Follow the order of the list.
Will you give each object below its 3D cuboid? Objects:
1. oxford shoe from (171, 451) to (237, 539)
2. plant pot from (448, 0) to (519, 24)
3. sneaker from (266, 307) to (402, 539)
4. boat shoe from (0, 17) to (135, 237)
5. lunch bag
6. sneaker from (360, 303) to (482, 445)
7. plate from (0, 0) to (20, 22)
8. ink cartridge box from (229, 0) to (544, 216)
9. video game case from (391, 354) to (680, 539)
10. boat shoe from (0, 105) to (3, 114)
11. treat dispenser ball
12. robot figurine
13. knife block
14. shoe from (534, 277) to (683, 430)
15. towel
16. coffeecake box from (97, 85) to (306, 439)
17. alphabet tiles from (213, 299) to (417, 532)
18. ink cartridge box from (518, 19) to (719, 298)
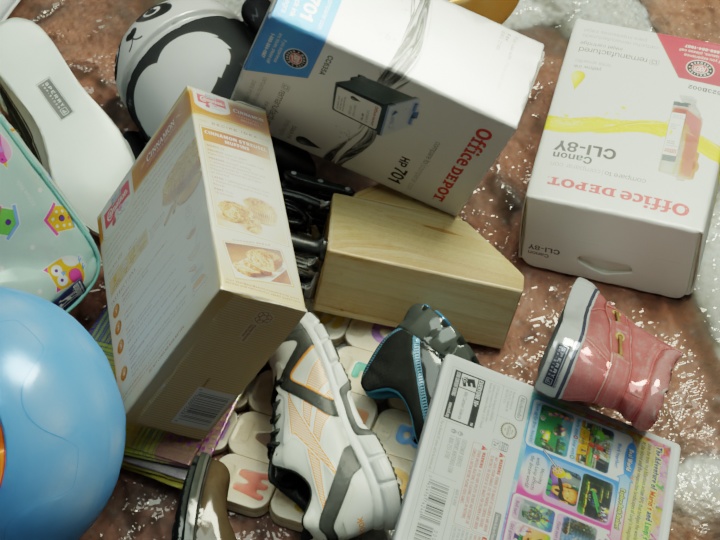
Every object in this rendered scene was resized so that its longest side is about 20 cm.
[{"bbox_3d":[-0.092,0.221,1.464,0.084,0.073,0.202,1,60,-10],"label":"oxford shoe"},{"bbox_3d":[0.034,-0.212,1.710,0.198,0.184,0.201,1,49,-1],"label":"plant pot"},{"bbox_3d":[-0.040,0.108,1.521,0.079,0.074,0.201,-19,55,-12],"label":"sneaker"},{"bbox_3d":[-0.240,-0.110,1.711,0.070,0.064,0.201,-27,80,-19],"label":"boat shoe"},{"bbox_3d":[-0.299,-0.021,1.570,0.160,0.201,0.077,-41,20,-20],"label":"lunch bag"},{"bbox_3d":[0.086,0.117,1.539,0.082,0.073,0.200,-45,67,-6],"label":"sneaker"},{"bbox_3d":[-0.394,-0.232,1.832,0.198,0.032,0.200,18,55,14],"label":"plate"},{"bbox_3d":[0.017,-0.142,1.570,0.199,0.147,0.086,24,59,-4],"label":"ink cartridge box"},{"bbox_3d":[0.121,0.158,1.419,0.181,0.024,0.201,22,40,-2],"label":"video game case"},{"bbox_3d":[-0.310,-0.089,1.686,0.073,0.069,0.202,9,54,-22],"label":"boat shoe"},{"bbox_3d":[-0.262,0.111,1.461,0.199,0.202,0.202,-1,52,1],"label":"treat dispenser ball"},{"bbox_3d":[-0.118,-0.131,1.691,0.149,0.125,0.200,-24,56,-19],"label":"robot figurine"},{"bbox_3d":[0.000,0.000,1.600,0.175,0.064,0.200,-24,55,-36],"label":"knife block"},{"bbox_3d":[0.181,0.064,1.531,0.090,0.072,0.200,23,13,4],"label":"shoe"},{"bbox_3d":[-0.146,0.069,1.598,0.142,0.023,0.201,13,53,19],"label":"towel"},{"bbox_3d":[-0.120,-0.006,1.537,0.073,0.154,0.201,15,42,-29],"label":"coffeecake box"},{"bbox_3d":[-0.036,0.103,1.581,0.194,0.015,0.201,16,54,13],"label":"alphabet tiles"},{"bbox_3d":[0.218,-0.092,1.681,0.144,0.084,0.201,12,54,10],"label":"ink cartridge box"}]
